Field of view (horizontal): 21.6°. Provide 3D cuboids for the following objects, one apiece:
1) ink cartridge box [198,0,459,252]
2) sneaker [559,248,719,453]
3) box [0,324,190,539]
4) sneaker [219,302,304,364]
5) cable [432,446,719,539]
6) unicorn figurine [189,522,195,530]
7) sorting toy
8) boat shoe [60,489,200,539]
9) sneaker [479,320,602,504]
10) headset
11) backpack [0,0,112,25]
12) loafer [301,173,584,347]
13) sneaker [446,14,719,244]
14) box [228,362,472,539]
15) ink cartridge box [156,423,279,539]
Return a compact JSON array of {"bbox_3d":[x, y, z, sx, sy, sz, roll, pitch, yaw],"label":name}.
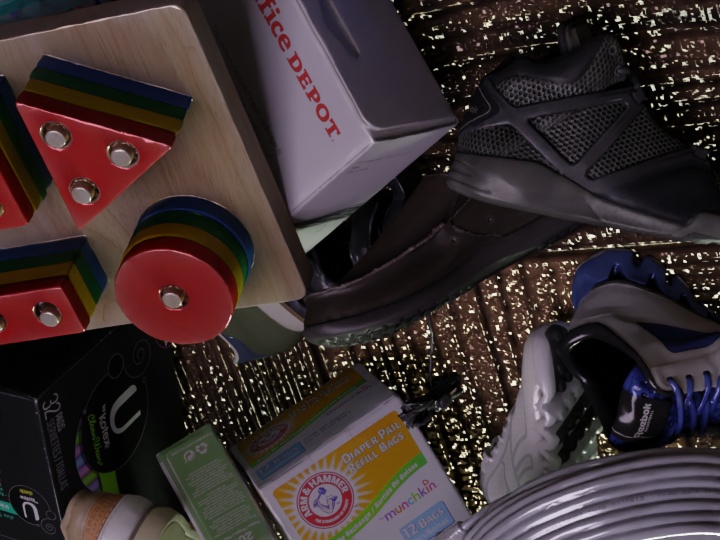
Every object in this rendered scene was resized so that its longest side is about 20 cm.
[{"bbox_3d":[-0.059,-0.090,1.121,0.200,0.086,0.147,-38,74,38],"label":"ink cartridge box"},{"bbox_3d":[0.199,0.073,1.103,0.199,0.115,0.081,24,130,12],"label":"sneaker"},{"bbox_3d":[-0.214,0.121,1.329,0.124,0.149,0.200,12,126,28],"label":"box"},{"bbox_3d":[-0.117,-0.013,1.241,0.200,0.067,0.090,43,127,-12],"label":"sneaker"},{"bbox_3d":[0.160,0.170,1.121,0.200,0.069,0.200,9,145,-27],"label":"cable"},{"bbox_3d":[-0.038,0.241,1.368,0.137,0.074,0.200,-36,97,35],"label":"unicorn figurine"},{"bbox_3d":[-0.155,-0.037,1.045,0.199,0.070,0.200,-8,126,20],"label":"sorting toy"},{"bbox_3d":[-0.152,0.190,1.266,0.068,0.075,0.200,24,156,11],"label":"boat shoe"},{"bbox_3d":[0.112,0.119,1.213,0.081,0.075,0.200,15,127,30],"label":"sneaker"},{"bbox_3d":[0.000,0.000,1.175,0.123,0.094,0.200,-34,90,40],"label":"headset"},{"bbox_3d":[-0.222,-0.163,1.122,0.151,0.177,0.200,54,128,12],"label":"backpack"},{"bbox_3d":[0.047,-0.020,1.106,0.071,0.200,0.073,61,168,5],"label":"loafer"},{"bbox_3d":[0.156,-0.076,1.049,0.199,0.076,0.114,13,96,-3],"label":"sneaker"},{"bbox_3d":[0.015,0.178,1.251,0.200,0.112,0.101,59,172,-16],"label":"box"},{"bbox_3d":[-0.058,0.215,1.224,0.200,0.048,0.146,56,173,35],"label":"ink cartridge box"}]
